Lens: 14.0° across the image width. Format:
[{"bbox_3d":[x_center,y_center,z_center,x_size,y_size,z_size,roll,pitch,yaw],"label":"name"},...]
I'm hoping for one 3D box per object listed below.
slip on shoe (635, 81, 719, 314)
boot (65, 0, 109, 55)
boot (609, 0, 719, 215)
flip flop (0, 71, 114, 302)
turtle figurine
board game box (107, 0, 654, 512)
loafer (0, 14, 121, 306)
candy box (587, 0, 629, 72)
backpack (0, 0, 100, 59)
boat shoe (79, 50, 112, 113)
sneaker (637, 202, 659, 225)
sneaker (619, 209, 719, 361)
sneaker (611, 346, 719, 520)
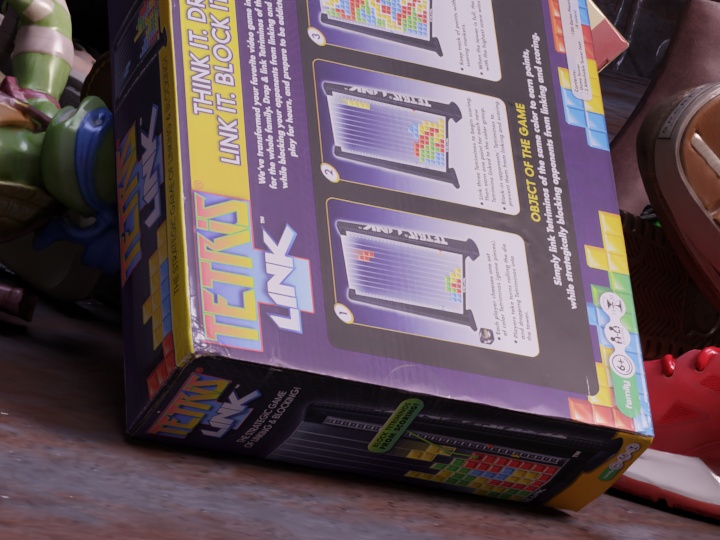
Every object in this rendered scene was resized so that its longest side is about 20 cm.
[{"bbox_3d":[0.171,0.016,1.092,0.200,0.076,0.061,48,-16,-13],"label":"slip on shoe"},{"bbox_3d":[-0.036,-0.115,1.266,0.168,0.077,0.200,10,1,22],"label":"boot"},{"bbox_3d":[0.128,-0.050,1.378,0.200,0.167,0.072,12,8,-24],"label":"boot"},{"bbox_3d":[-0.164,-0.039,1.141,0.058,0.081,0.200,-10,27,-37],"label":"flip flop"},{"bbox_3d":[-0.173,-0.084,1.044,0.194,0.200,0.144,-6,32,24],"label":"turtle figurine"},{"bbox_3d":[0.003,-0.029,0.972,0.165,0.057,0.200,11,53,-23],"label":"board game box"},{"bbox_3d":[-0.102,-0.050,1.179,0.063,0.072,0.200,-3,32,-37],"label":"loafer"},{"bbox_3d":[0.049,-0.077,1.426,0.055,0.115,0.200,48,-11,-2],"label":"candy box"},{"bbox_3d":[-0.141,-0.124,1.549,0.167,0.127,0.200,28,9,10],"label":"backpack"},{"bbox_3d":[-0.041,-0.018,1.034,0.068,0.072,0.200,-1,40,-48],"label":"boat shoe"},{"bbox_3d":[0.118,0.005,1.277,0.078,0.085,0.200,20,10,33],"label":"sneaker"},{"bbox_3d":[0.103,0.026,1.158,0.200,0.070,0.108,27,-21,-38],"label":"sneaker"},{"bbox_3d":[0.152,0.032,1.033,0.200,0.116,0.078,18,8,18],"label":"sneaker"}]
